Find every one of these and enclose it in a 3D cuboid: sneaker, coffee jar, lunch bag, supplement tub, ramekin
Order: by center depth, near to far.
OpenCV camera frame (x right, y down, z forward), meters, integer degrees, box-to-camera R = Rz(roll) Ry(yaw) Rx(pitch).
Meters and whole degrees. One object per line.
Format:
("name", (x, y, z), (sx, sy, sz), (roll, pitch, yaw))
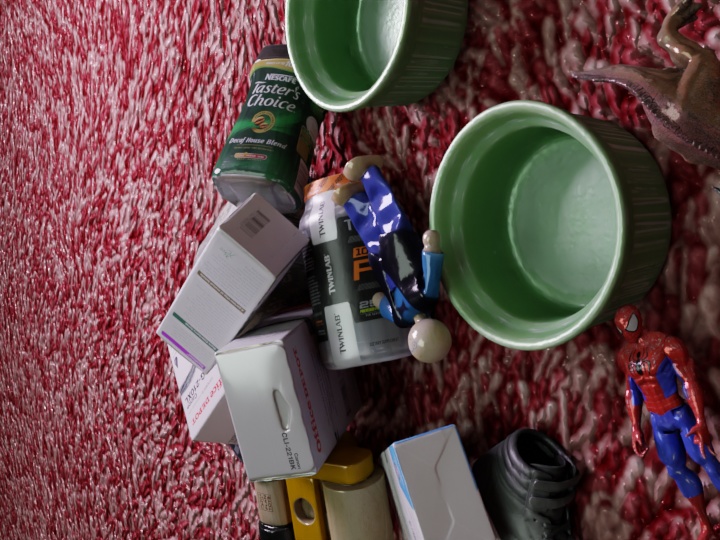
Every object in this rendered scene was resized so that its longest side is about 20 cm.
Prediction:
("ramekin", (0.161, -0.039, 0.641), (0.199, 0.097, 0.203), (10, 102, 50))
("sneaker", (0.174, 0.235, 0.684), (0.201, 0.070, 0.100), (58, 140, 34))
("ramekin", (0.017, -0.265, 0.775), (0.199, 0.097, 0.203), (11, 104, 50))
("supplement tub", (0.000, 0.000, 0.828), (0.122, 0.121, 0.203), (-16, 83, 51))
("coffee jar", (-0.095, -0.171, 0.880), (0.103, 0.086, 0.202), (5, 64, 19))
("lunch bag", (-0.133, -0.028, 0.977), (0.200, 0.138, 0.169), (-46, 48, 41))

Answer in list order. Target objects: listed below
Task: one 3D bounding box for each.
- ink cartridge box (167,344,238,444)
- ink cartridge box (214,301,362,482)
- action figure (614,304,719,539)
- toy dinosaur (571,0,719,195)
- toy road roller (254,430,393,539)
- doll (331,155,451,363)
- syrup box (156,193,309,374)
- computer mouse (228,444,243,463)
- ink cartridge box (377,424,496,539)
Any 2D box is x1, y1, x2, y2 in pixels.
("ink cartridge box", (-0.195, 0.123, 1.073), (0.145, 0.084, 0.201), (-54, 44, 27))
("ink cartridge box", (-0.074, 0.127, 0.854), (0.083, 0.200, 0.146), (-12, 97, 15))
("action figure", (0.241, 0.120, 0.576), (0.065, 0.051, 0.202), (-26, 85, 54))
("toy dinosaur", (0.239, -0.093, 0.499), (0.086, 0.198, 0.137), (110, 180, -63))
("toy road roller", (-0.030, 0.254, 0.893), (0.198, 0.145, 0.125), (-1, 102, 38))
("doll", (0.034, -0.005, 0.709), (0.202, 0.048, 0.137), (65, 149, 24))
("syrup box", (-0.144, 0.020, 0.826), (0.081, 0.079, 0.200), (40, 131, -2))
("computer mouse", (-0.170, 0.217, 1.129), (0.199, 0.052, 0.140), (33, 108, 51))
("ink cartridge box", (0.071, 0.232, 0.777), (0.200, 0.066, 0.117), (100, 152, -73))
